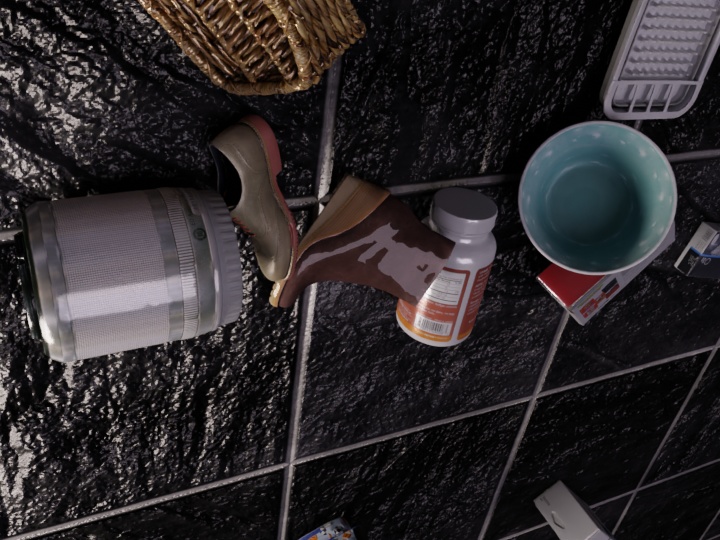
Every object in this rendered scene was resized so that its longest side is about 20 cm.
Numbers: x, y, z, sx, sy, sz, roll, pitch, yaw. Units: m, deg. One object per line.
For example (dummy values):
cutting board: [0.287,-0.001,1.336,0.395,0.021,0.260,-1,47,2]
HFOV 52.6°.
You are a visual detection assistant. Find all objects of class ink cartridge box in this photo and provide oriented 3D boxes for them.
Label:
ink cartridge box: [0.372,-0.023,1.103,0.200,0.084,0.176,-45,156,8]
ink cartridge box: [0.501,0.585,1.670,0.084,0.145,0.200,-42,135,5]
ink cartridge box: [0.677,-0.033,1.346,0.200,0.039,0.100,2,123,-33]

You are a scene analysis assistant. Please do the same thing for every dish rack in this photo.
dish rack: [0.400,-0.300,0.961,0.171,0.044,0.200,-7,128,-25]

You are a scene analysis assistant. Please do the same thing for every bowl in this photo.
bowl: [0.316,-0.094,0.997,0.201,0.201,0.105,-43,172,7]

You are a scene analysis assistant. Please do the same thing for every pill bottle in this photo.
pill bottle: [0.119,-0.005,0.986,0.112,0.112,0.200,-8,128,-25]

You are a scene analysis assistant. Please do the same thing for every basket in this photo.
basket: [-0.108,-0.242,0.636,0.149,0.143,0.200,-39,135,2]

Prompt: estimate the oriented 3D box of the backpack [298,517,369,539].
backpack: [-0.059,0.558,1.314,0.190,0.154,0.200,-26,127,-19]

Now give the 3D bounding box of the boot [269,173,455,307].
boot: [0.000,0.000,0.897,0.166,0.072,0.200,35,99,-5]

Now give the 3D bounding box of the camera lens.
camera lens: [-0.237,0.000,0.745,0.200,0.160,0.160,-10,130,-24]

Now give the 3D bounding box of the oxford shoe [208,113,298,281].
oxford shoe: [-0.123,-0.067,0.805,0.075,0.070,0.200,-36,127,-36]
